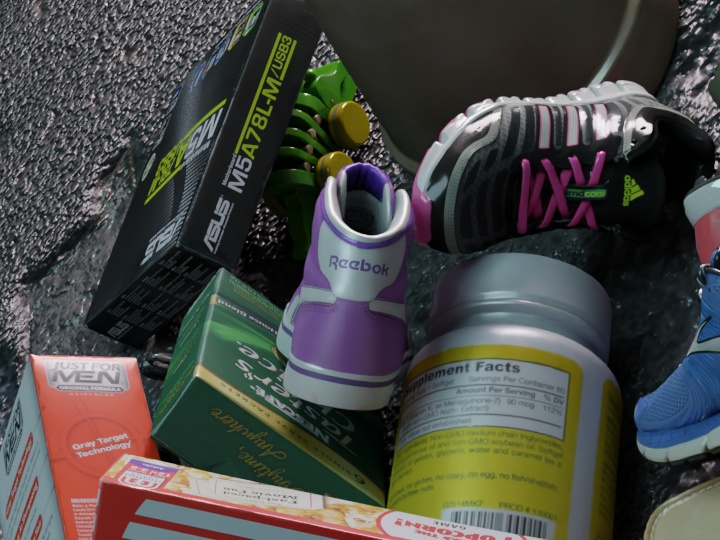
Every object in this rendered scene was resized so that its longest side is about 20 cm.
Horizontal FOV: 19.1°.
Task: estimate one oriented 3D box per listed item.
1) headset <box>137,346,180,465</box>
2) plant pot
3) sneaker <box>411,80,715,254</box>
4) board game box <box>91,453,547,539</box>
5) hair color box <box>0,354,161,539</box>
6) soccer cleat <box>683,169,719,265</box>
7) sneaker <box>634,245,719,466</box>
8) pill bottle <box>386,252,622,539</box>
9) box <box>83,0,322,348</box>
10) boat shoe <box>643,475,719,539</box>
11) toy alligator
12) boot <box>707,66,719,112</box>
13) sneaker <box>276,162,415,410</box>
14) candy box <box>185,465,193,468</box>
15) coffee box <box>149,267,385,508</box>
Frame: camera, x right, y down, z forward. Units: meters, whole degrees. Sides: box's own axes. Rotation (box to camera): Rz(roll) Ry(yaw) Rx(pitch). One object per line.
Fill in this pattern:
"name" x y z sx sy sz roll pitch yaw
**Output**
"headset" -0.138 0.140 1.273 0.200 0.094 0.124 -57 37 13
"plant pot" 0.055 -0.161 1.250 0.200 0.173 0.200 -28 44 30
"sneaker" 0.113 -0.050 1.122 0.087 0.200 0.074 25 122 40
"board game box" -0.021 0.173 0.909 0.046 0.200 0.152 -52 -29 -77
"hair color box" -0.131 0.147 1.053 0.102 0.061 0.200 114 148 -41
"soccer cleat" 0.259 -0.037 1.045 0.200 0.068 0.073 -20 77 24
"sneaker" 0.188 0.033 0.987 0.200 0.078 0.089 -41 59 57
"pill bottle" 0.073 0.099 1.074 0.114 0.114 0.200 -18 49 36
"box" -0.102 -0.063 1.378 0.200 0.047 0.193 -33 33 62
"boat shoe" 0.207 0.103 0.969 0.200 0.069 0.074 -17 50 37
"toy alligator" -0.031 -0.101 1.385 0.059 0.054 0.200 -14 52 38
"boot" 0.265 -0.050 0.963 0.182 0.073 0.200 -48 56 33
"sneaker" 0.001 0.000 1.109 0.200 0.073 0.114 -121 39 -82
"candy box" -0.115 0.208 1.115 0.115 0.055 0.200 -17 53 26
"coffee box" -0.044 0.073 1.146 0.044 0.123 0.200 -52 8 13
